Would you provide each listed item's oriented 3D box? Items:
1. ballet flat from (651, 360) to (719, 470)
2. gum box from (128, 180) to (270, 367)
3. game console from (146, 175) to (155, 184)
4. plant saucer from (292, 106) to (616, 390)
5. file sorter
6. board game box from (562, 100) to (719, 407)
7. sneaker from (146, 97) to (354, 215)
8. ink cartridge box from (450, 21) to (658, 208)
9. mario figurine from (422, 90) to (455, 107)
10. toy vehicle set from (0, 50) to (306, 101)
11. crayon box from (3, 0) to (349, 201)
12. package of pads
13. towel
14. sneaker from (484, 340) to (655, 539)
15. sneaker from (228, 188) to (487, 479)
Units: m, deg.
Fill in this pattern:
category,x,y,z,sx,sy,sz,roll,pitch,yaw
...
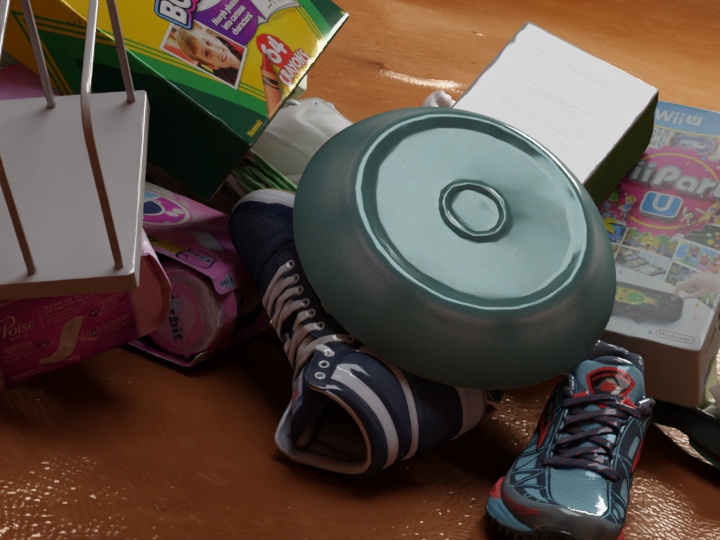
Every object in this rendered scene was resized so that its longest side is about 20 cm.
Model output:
category,x,y,z,sx,sy,sz,roll,pitch,yaw
ballet flat,0.225,0.085,1.181,0.200,0.069,0.068,30,23,35
gum box,-0.150,-0.010,1.161,0.199,0.066,0.113,22,19,17
game console,-0.204,-0.167,1.386,0.031,0.201,0.177,-32,45,-25
plant saucer,0.061,-0.025,1.054,0.199,0.036,0.201,9,53,-12
file sorter,-0.221,-0.074,0.953,0.199,0.125,0.139,-4,48,2
board game box,0.183,-0.020,1.200,0.147,0.064,0.201,14,53,21
sneaker,-0.058,-0.078,1.271,0.199,0.088,0.075,9,-19,0
ink cartridge box,0.093,-0.058,1.160,0.104,0.059,0.200,31,62,19
mario figurine,0.058,-0.122,1.571,0.199,0.106,0.124,-1,58,-22
toy vehicle set,-0.151,-0.145,1.267,0.199,0.124,0.027,30,40,-30
crayon box,-0.116,-0.156,1.134,0.172,0.058,0.200,38,34,-6
package of pads,-0.198,-0.032,1.047,0.120,0.076,0.200,-21,49,-15
towel,0.000,0.000,1.160,0.200,0.023,0.153,36,-9,28
sneaker,0.123,0.094,1.034,0.079,0.096,0.200,17,19,6
sneaker,-0.030,0.036,1.047,0.200,0.070,0.108,43,46,20
